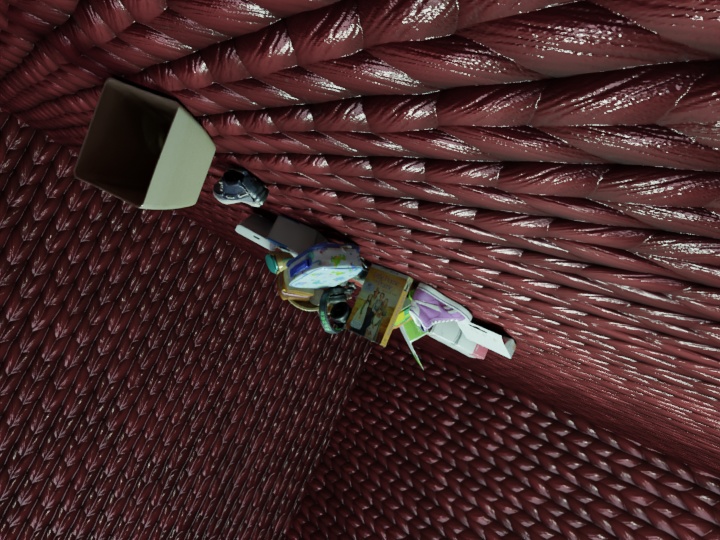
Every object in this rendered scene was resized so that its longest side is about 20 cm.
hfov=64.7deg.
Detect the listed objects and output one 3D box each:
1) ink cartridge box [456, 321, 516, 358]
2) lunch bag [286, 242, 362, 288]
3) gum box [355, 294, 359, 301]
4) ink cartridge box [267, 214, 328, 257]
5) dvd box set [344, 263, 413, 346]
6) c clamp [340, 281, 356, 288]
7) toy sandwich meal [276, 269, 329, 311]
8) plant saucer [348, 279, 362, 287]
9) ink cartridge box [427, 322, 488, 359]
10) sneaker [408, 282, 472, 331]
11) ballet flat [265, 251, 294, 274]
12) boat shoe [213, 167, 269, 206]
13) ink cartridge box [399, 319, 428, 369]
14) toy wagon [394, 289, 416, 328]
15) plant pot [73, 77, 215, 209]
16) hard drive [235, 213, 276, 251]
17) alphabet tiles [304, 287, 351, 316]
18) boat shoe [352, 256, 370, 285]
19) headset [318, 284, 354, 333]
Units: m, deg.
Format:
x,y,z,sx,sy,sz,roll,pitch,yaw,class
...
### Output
x,y,z,sx,sy,sz,roll,pitch,yaw,class
0.374,0.183,1.706,0.160,0.051,0.201,23,163,31,ink cartridge box
-0.100,-0.012,1.517,0.158,0.085,0.199,0,164,-34,lunch bag
0.056,0.100,1.789,0.111,0.068,0.200,-6,-179,10,gum box
-0.164,-0.072,1.679,0.142,0.086,0.200,24,171,21,ink cartridge box
0.050,0.094,1.590,0.145,0.204,0.029,20,173,41,dvd box set
-0.110,0.026,1.725,0.195,0.028,0.171,10,167,3,c clamp
-0.167,0.033,1.810,0.202,0.208,0.070,27,145,-6,toy sandwich meal
-0.022,0.013,1.933,0.197,0.037,0.200,26,172,14,plant saucer
0.319,0.213,1.896,0.197,0.084,0.146,27,173,-5,ink cartridge box
0.217,0.128,1.586,0.198,0.116,0.072,28,170,-20,sneaker
-0.234,-0.026,1.668,0.199,0.062,0.070,-168,61,-71,ballet flat
-0.310,-0.211,1.367,0.197,0.076,0.093,10,157,40,boat shoe
0.183,0.208,1.897,0.203,0.075,0.148,64,177,-9,ink cartridge box
0.112,0.127,1.654,0.040,0.197,0.156,56,174,22,toy wagon
-0.410,-0.232,1.137,0.197,0.204,0.176,23,-177,22,plant pot
-0.303,-0.122,1.767,0.130,0.027,0.200,28,-166,-5,hard drive
-0.122,0.068,1.889,0.197,0.006,0.168,-12,-117,-44,alphabet tiles
0.000,0.000,1.676,0.198,0.063,0.074,29,170,-30,boat shoe
-0.073,0.099,1.648,0.092,0.200,0.126,-5,113,29,headset
